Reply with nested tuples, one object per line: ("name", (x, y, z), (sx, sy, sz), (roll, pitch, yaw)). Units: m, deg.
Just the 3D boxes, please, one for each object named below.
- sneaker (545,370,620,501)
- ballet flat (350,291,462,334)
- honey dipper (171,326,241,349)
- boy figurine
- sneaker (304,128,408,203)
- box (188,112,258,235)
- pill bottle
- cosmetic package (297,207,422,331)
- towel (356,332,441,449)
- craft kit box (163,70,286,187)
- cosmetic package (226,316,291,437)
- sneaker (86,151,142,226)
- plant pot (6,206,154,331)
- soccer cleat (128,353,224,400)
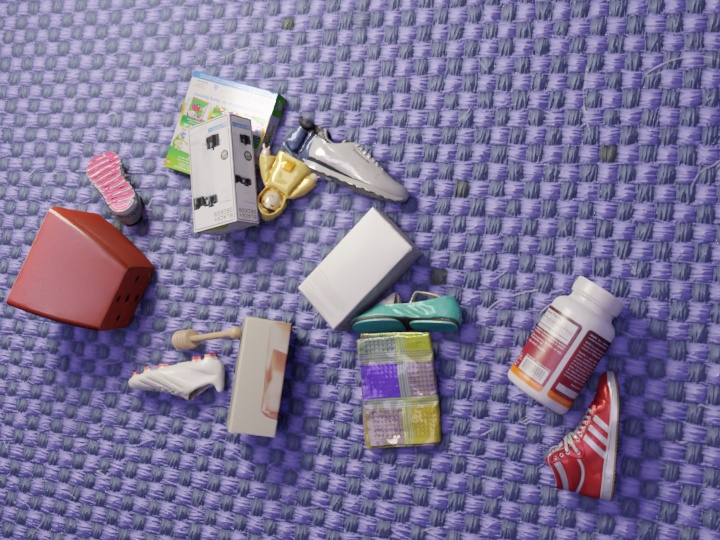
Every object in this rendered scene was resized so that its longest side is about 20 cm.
("sneaker", (0.353, 0.258, 1.357), (0.111, 0.071, 0.203), (4, 87, 16))
("ballet flat", (0.081, 0.073, 1.486), (0.197, 0.068, 0.071), (-3, 58, 19))
("honey dipper", (-0.282, 0.123, 1.567), (0.199, 0.038, 0.039), (-10, 79, 48))
("boy figurine", (-0.138, -0.186, 1.578), (0.124, 0.064, 0.201), (33, 91, -4))
("sneaker", (0.000, -0.182, 1.519), (0.198, 0.076, 0.081), (25, 84, 2))
("box", (-0.253, -0.174, 1.569), (0.116, 0.060, 0.203), (-10, 81, 36))
("pill bottle", (0.331, 0.116, 1.359), (0.112, 0.113, 0.201), (34, 95, 20))
("cosmetic package", (0.000, 0.000, 1.505), (0.200, 0.085, 0.108), (-45, 73, 9))
("towel", (0.066, 0.208, 1.475), (0.142, 0.023, 0.203), (-3, 93, 20))
("craft kit box", (-0.263, -0.266, 1.652), (0.198, 0.048, 0.200), (19, 88, 20))
("cosmetic package", (-0.181, 0.187, 1.526), (0.086, 0.103, 0.203), (9, 88, -11))
("sneaker", (-0.485, -0.158, 1.702), (0.073, 0.088, 0.200), (-29, 51, -12))
("plant pot", (-0.517, 0.014, 1.640), (0.175, 0.200, 0.202), (28, 93, 7))
("soccer cleat", (-0.350, 0.212, 1.615), (0.197, 0.069, 0.079), (-13, 83, 15))
